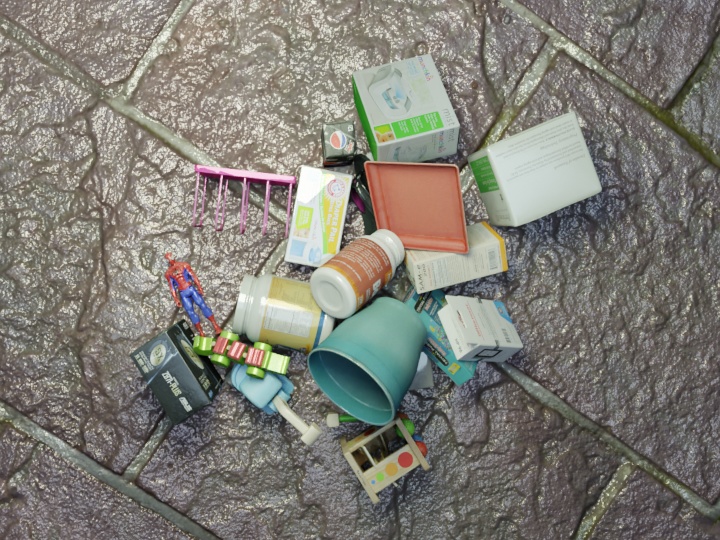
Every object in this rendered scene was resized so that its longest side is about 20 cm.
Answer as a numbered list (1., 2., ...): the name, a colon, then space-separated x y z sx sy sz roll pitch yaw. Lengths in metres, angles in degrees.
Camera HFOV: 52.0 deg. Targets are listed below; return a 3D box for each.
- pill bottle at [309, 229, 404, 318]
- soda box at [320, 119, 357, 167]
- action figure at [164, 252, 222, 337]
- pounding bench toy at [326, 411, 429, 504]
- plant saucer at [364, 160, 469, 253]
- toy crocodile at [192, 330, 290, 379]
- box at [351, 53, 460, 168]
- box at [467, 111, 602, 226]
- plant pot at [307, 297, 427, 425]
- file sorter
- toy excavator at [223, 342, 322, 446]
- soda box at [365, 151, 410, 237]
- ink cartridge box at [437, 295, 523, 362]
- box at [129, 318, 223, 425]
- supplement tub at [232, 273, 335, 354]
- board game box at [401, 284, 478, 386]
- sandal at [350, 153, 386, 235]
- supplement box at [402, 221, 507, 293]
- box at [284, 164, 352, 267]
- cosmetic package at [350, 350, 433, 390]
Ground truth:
1. pill bottle: 0.000 0.000 1.477 0.200 0.112 0.113 -39 97 -39
2. soda box: -0.046 -0.252 1.493 0.063 0.200 0.072 -6 93 -3
3. action figure: -0.360 0.052 1.555 0.065 0.052 0.201 -28 92 0
4. pounding bench toy: 0.037 0.351 1.565 0.155 0.124 0.201 -32 95 -3
5. plant saucer: 0.118 -0.133 1.470 0.198 0.037 0.201 7 128 28
6. toy crocodile: -0.237 0.166 1.470 0.198 0.062 0.068 16 71 12
7. box: 0.091 -0.323 1.517 0.175 0.097 0.202 -14 62 -4
8. box: 0.355 -0.203 1.535 0.198 0.199 0.173 -23 95 -2
9. plant pot: 0.031 0.162 1.431 0.200 0.200 0.188 45 57 -6
10. file sorter: -0.237 -0.137 1.511 0.198 0.139 0.127 6 93 -6
11. toy excavator: -0.175 0.261 1.506 0.100 0.200 0.194 -47 110 -2
12. soda box: 0.074 -0.168 1.577 0.068 0.063 0.201 -35 95 -4
13. ink cartridge box: 0.237 0.122 1.529 0.068 0.199 0.117 -41 56 34
14. box: -0.363 0.197 1.482 0.086 0.200 0.165 -31 94 -1
15. supplement tub: -0.155 0.089 1.526 0.198 0.145 0.146 13 91 -5
16. board game box: 0.170 0.123 1.558 0.200 0.151 0.047 45 124 -5
17. sandal: 0.014 -0.142 1.538 0.048 0.075 0.202 -26 118 -31
18. supplement box: 0.194 -0.029 1.557 0.198 0.126 0.074 -14 114 -4
19. box: -0.089 -0.110 1.545 0.111 0.101 0.202 10 92 -5
20. cosmetic package: 0.050 0.214 1.571 0.198 0.107 0.091 -11 94 -7
